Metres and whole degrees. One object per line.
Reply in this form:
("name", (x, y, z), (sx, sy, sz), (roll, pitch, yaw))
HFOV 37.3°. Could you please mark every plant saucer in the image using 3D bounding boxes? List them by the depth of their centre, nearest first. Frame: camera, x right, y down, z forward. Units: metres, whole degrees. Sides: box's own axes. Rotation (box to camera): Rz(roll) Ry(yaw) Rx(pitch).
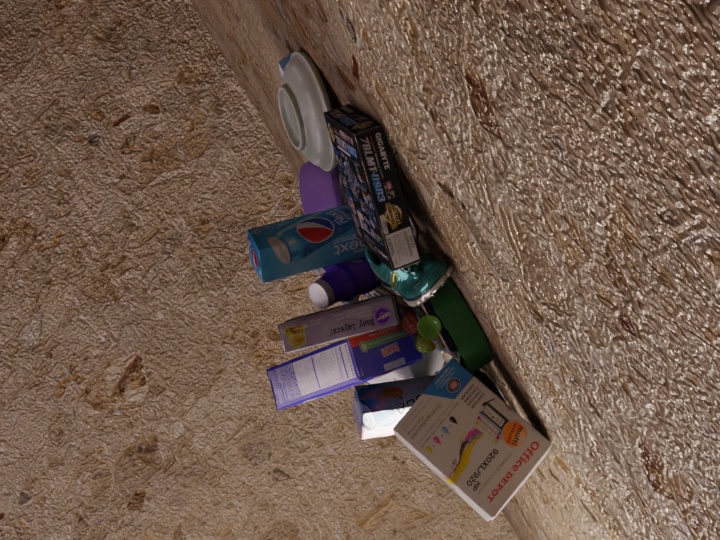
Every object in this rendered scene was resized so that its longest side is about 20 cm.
("plant saucer", (-0.094, -0.254, 1.740), (0.200, 0.050, 0.202), (161, 90, -76))

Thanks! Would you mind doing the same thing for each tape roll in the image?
("tape roll", (0.136, 0.069, 1.686), (0.202, 0.048, 0.200), (59, 177, 5))
("tape roll", (-0.036, -0.105, 1.881), (0.202, 0.065, 0.201), (-90, -26, -43))

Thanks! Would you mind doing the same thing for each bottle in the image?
("bottle", (0.000, 0.000, 1.764), (0.083, 0.199, 0.066), (15, 125, 43))

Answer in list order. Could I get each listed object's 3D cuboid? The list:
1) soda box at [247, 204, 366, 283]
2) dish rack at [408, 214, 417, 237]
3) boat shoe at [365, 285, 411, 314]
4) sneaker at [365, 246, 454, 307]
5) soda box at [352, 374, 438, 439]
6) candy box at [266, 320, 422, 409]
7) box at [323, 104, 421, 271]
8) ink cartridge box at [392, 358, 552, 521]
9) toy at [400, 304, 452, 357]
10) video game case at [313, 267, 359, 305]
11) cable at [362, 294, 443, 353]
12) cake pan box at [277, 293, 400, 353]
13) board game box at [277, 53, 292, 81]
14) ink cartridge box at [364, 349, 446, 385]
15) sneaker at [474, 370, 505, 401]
("soda box", (-0.078, -0.046, 1.714), (0.064, 0.198, 0.068), (-126, 27, -48))
("dish rack", (0.021, -0.126, 1.708), (0.201, 0.043, 0.172), (60, 178, 6))
("boat shoe", (0.043, 0.046, 1.843), (0.198, 0.074, 0.074), (15, -177, 35))
("sneaker", (0.064, -0.002, 1.558), (0.080, 0.078, 0.199), (48, 165, -23))
("soda box", (0.090, 0.223, 1.772), (0.064, 0.198, 0.069), (-111, 19, -47))
("candy box", (-0.026, 0.154, 1.745), (0.168, 0.199, 0.078), (-12, -99, -51))
("box", (0.013, -0.121, 1.499), (0.200, 0.049, 0.201), (-134, 27, -69))
("ink cartridge box", (0.172, 0.263, 1.640), (0.200, 0.147, 0.145), (40, 173, 13))
("toy", (0.095, 0.092, 1.678), (0.116, 0.047, 0.200), (60, 176, 2))
("video game case", (-0.046, -0.047, 1.946), (0.183, 0.023, 0.202), (54, -151, -42))
("cable", (0.082, 0.081, 1.968), (0.200, 0.069, 0.200), (45, 180, 17))
("cake pan box", (-0.029, 0.080, 1.687), (0.200, 0.182, 0.053), (-6, -96, -88))
("board game box", (-0.090, -0.291, 1.927), (0.152, 0.036, 0.200), (59, 176, 7))
("ink cartridge box", (0.080, 0.186, 1.889), (0.145, 0.086, 0.201), (9, 142, 39))
("sneaker", (0.210, 0.231, 1.815), (0.080, 0.075, 0.200), (63, 174, -34))
